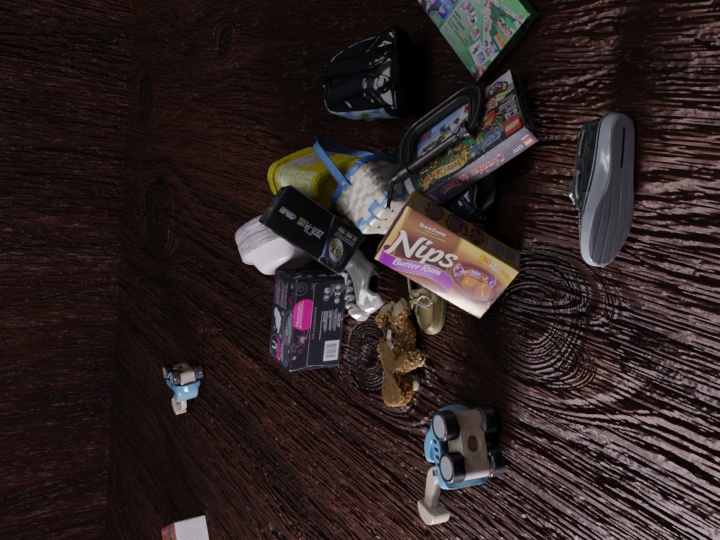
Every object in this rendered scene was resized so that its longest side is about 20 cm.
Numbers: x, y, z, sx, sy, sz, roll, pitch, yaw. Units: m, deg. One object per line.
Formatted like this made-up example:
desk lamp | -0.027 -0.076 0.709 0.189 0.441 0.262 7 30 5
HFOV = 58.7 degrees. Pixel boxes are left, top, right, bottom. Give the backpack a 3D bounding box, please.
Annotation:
backpack | 0.015 -0.357 1.222 0.199 0.153 0.165 -3 91 33

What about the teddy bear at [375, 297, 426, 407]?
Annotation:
teddy bear | 0.076 0.150 1.195 0.145 0.066 0.201 -41 54 52

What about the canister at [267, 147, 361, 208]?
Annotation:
canister | -0.087 -0.196 1.345 0.200 0.148 0.087 22 135 53

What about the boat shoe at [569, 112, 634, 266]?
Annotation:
boat shoe | 0.318 -0.106 0.854 0.071 0.072 0.202 6 86 63

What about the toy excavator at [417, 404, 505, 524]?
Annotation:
toy excavator | 0.150 0.330 1.083 0.200 0.099 0.196 144 121 -64

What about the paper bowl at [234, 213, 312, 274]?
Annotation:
paper bowl | -0.170 -0.061 1.423 0.200 0.200 0.105 -32 75 50

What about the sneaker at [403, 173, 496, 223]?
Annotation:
sneaker | 0.150 -0.149 1.080 0.146 0.077 0.203 -42 45 34

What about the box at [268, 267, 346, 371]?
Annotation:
box | -0.116 0.103 1.407 0.115 0.131 0.202 23 111 54

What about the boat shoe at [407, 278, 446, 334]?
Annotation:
boat shoe | 0.107 0.014 1.147 0.073 0.063 0.202 -7 84 55

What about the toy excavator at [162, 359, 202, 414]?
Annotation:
toy excavator | -0.593 0.401 2.126 0.194 0.099 0.202 12 109 55

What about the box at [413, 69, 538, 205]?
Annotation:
box | 0.171 -0.200 0.993 0.199 0.038 0.137 -33 41 33

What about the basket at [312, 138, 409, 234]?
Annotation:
basket | 0.015 -0.160 1.181 0.139 0.176 0.201 -47 58 32

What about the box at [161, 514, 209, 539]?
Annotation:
box | -0.563 0.921 2.082 0.152 0.106 0.201 -41 58 47

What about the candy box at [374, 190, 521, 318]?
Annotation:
candy box | 0.136 -0.023 1.006 0.117 0.199 0.057 -57 6 38

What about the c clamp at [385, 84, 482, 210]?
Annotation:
c clamp | 0.117 -0.200 1.009 0.200 0.027 0.172 -35 35 33

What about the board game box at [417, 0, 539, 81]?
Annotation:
board game box | 0.181 -0.426 1.029 0.135 0.029 0.201 -48 65 43

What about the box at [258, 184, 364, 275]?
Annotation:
box | -0.098 -0.079 1.202 0.086 0.163 0.200 -56 14 -2

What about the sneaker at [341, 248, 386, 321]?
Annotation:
sneaker | 0.000 0.000 1.306 0.081 0.075 0.201 -32 62 29
